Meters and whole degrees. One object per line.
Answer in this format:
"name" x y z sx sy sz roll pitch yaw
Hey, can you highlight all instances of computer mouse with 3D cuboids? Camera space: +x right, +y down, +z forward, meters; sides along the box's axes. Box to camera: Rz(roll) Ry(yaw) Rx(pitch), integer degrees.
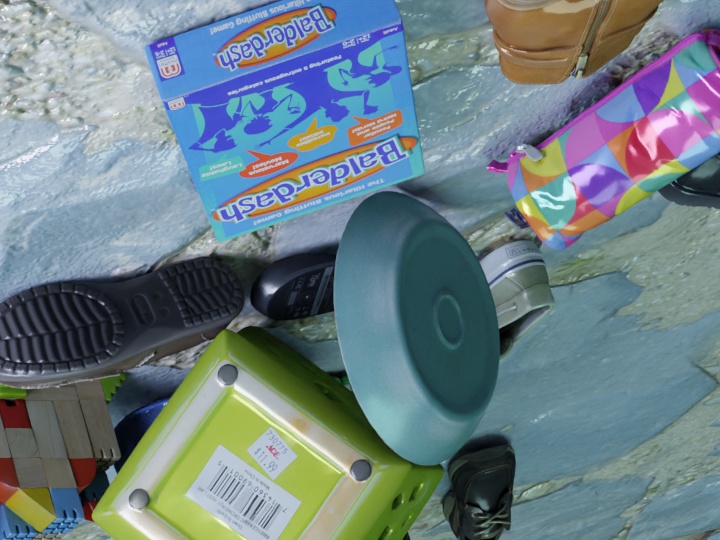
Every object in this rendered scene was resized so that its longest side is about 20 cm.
"computer mouse" 0.000 0.000 1.477 0.199 0.034 0.059 -8 136 -34

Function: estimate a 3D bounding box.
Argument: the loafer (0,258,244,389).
"loafer" -0.181 0.050 1.384 0.199 0.073 0.071 -10 152 -19

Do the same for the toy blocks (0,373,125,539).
"toy blocks" -0.256 0.147 1.450 0.199 0.137 0.100 4 146 -42

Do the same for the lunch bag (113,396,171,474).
"lunch bag" -0.093 0.157 1.584 0.199 0.136 0.132 -19 171 3

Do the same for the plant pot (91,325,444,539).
"plant pot" -0.073 0.166 1.423 0.199 0.200 0.181 -54 171 -3

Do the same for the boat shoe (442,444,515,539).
"boat shoe" 0.133 0.242 2.001 0.074 0.074 0.200 -16 155 -8

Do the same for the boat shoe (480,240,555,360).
"boat shoe" 0.098 0.050 1.600 0.072 0.062 0.200 -6 152 -27

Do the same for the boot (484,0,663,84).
"boot" 0.175 -0.176 1.182 0.199 0.077 0.155 -15 153 -4

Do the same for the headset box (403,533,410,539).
"headset box" -0.059 0.256 1.759 0.199 0.149 0.075 -13 -166 13

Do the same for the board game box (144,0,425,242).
"board game box" -0.042 -0.099 1.219 0.152 0.045 0.200 -19 156 -2

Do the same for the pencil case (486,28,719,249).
"pencil case" 0.192 -0.092 1.363 0.200 0.089 0.088 -32 152 25

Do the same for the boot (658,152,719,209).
"boot" 0.332 -0.123 1.434 0.164 0.066 0.200 -5 147 -32

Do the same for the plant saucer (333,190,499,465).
"plant saucer" 0.051 0.038 1.379 0.036 0.201 0.200 -12 162 32

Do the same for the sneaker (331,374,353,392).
"sneaker" 0.005 0.136 1.682 0.199 0.085 0.078 -13 154 -13
